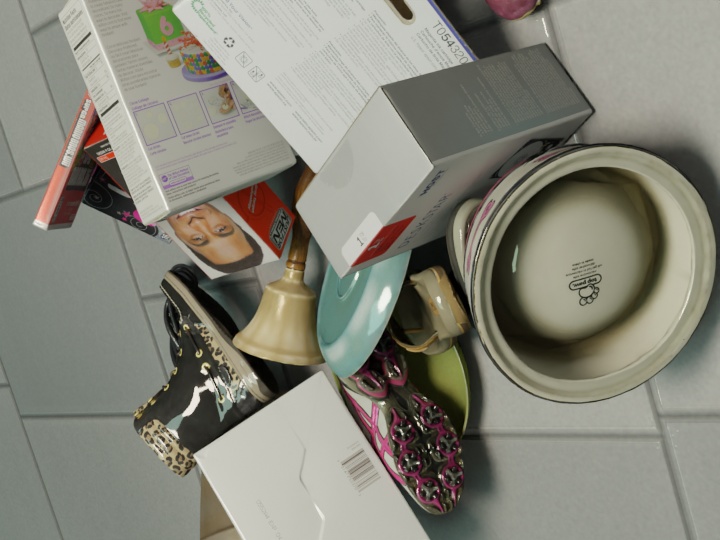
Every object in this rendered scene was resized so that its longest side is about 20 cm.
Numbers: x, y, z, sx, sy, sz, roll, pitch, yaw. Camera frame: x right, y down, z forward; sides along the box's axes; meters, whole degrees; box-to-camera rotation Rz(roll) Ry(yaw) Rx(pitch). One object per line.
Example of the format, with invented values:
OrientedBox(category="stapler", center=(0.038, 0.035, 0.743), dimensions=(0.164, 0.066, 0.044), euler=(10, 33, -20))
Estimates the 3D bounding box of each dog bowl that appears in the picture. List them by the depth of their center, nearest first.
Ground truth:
OrientedBox(category="dog bowl", center=(0.167, -0.005, 0.897), dimensions=(0.074, 0.197, 0.204), euler=(-128, 30, -68))

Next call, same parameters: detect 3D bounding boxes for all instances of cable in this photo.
OrientedBox(category="cable", center=(-0.209, 0.093, 1.409), dimensions=(0.163, 0.050, 0.204), euler=(177, 85, -81))

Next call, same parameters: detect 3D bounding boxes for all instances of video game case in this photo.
OrientedBox(category="video game case", center=(-0.271, -0.137, 1.168), dimensions=(0.017, 0.143, 0.203), euler=(22, 91, -6))

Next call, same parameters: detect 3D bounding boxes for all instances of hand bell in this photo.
OrientedBox(category="hand bell", center=(-0.065, -0.013, 1.218), dimensions=(0.103, 0.103, 0.203), euler=(19, 101, 41))

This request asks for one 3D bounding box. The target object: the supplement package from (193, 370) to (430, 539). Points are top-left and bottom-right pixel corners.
OrientedBox(category="supplement package", center=(-0.047, 0.235, 1.163), dimensions=(0.201, 0.154, 0.111), euler=(56, 168, 14))

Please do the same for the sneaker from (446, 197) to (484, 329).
OrientedBox(category="sneaker", center=(0.096, 0.005, 1.005), dimensions=(0.106, 0.075, 0.201), euler=(25, 157, 42))

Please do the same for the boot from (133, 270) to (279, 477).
OrientedBox(category="boot", center=(-0.195, 0.112, 1.287), dimensions=(0.151, 0.073, 0.200), euler=(-46, 66, 7))

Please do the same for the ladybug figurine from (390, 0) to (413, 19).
OrientedBox(category="ladybug figurine", center=(-0.028, -0.266, 1.019), dimensions=(0.198, 0.072, 0.137), euler=(31, 102, 6))

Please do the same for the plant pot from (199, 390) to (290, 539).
OrientedBox(category="plant pot", center=(-0.105, 0.238, 1.321), dimensions=(0.200, 0.198, 0.176), euler=(-37, 64, 49))

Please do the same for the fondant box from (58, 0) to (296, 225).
OrientedBox(category="fondant box", center=(-0.161, -0.161, 1.037), dimensions=(0.058, 0.143, 0.203), euler=(-18, 95, 55))

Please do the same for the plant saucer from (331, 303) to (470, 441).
OrientedBox(category="plant saucer", center=(0.043, 0.099, 1.194), dimensions=(0.198, 0.031, 0.203), euler=(23, 124, 39))

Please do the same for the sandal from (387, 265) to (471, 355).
OrientedBox(category="sandal", center=(0.051, 0.042, 1.038), dimensions=(0.081, 0.054, 0.200), euler=(60, 172, 4))

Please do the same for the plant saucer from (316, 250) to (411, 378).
OrientedBox(category="plant saucer", center=(0.000, 0.000, 1.097), dimensions=(0.200, 0.027, 0.203), euler=(-162, 89, -75))

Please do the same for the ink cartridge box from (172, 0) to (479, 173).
OrientedBox(category="ink cartridge box", center=(-0.024, -0.201, 0.976), dimensions=(0.198, 0.044, 0.197), euler=(-27, 117, 32))

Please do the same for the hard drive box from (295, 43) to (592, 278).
OrientedBox(category="hard drive box", center=(0.067, -0.091, 0.946), dimensions=(0.077, 0.198, 0.156), euler=(56, 139, 14))

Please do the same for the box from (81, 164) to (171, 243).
OrientedBox(category="box", center=(-0.204, -0.147, 1.243), dimensions=(0.113, 0.134, 0.200), euler=(25, 141, -16))

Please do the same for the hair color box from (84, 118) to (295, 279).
OrientedBox(category="hair color box", center=(-0.164, -0.085, 1.147), dimensions=(0.100, 0.062, 0.200), euler=(-15, 132, 35))

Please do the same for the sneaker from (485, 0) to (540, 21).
OrientedBox(category="sneaker", center=(0.083, -0.292, 0.920), dimensions=(0.074, 0.089, 0.203), euler=(-12, 98, 49))

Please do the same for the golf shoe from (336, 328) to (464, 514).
OrientedBox(category="golf shoe", center=(0.038, 0.150, 1.156), dimensions=(0.202, 0.072, 0.092), euler=(61, 159, 15))

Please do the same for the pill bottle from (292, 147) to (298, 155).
OrientedBox(category="pill bottle", center=(-0.078, -0.218, 1.116), dimensions=(0.111, 0.110, 0.202), euler=(-31, 84, 50))
